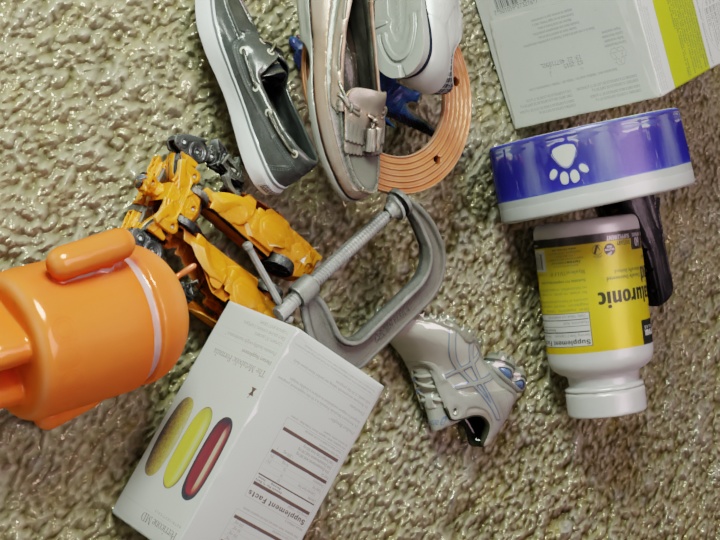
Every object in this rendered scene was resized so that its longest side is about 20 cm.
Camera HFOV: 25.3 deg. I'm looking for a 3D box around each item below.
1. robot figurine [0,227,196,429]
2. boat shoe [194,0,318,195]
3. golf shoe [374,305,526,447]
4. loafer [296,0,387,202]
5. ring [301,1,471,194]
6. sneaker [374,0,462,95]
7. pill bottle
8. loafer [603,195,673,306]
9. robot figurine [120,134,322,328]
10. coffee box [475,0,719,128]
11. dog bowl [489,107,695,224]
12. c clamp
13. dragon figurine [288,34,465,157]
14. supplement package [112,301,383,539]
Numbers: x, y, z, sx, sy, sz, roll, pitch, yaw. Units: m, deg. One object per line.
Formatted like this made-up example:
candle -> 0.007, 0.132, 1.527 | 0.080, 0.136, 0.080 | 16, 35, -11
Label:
robot figurine -> -0.216, 0.046, 1.230 | 0.199, 0.116, 0.145 | -16, 98, -39
boat shoe -> -0.087, -0.165, 1.382 | 0.068, 0.056, 0.202 | 8, 62, -65
golf shoe -> 0.081, 0.103, 1.541 | 0.199, 0.078, 0.098 | 33, 70, -35
loafer -> -0.008, -0.162, 1.380 | 0.072, 0.062, 0.202 | -6, 84, -58
ring -> 0.023, -0.168, 1.467 | 0.199, 0.019, 0.203 | 8, 77, -39
sneaker -> 0.058, -0.261, 1.463 | 0.080, 0.076, 0.202 | 16, 76, -48
pill bottle -> 0.244, 0.047, 1.665 | 0.111, 0.111, 0.202 | -8, 92, -44
loafer -> 0.308, -0.060, 1.774 | 0.070, 0.068, 0.202 | -27, 101, -32
robot figurine -> -0.124, -0.022, 1.365 | 0.200, 0.058, 0.146 | 40, 60, -34
coffee box -> 0.258, -0.285, 1.660 | 0.197, 0.199, 0.202 | -29, 105, -42
dog bowl -> 0.231, -0.105, 1.616 | 0.199, 0.199, 0.080 | -14, 92, -43
c clamp -> 0.000, 0.000, 1.417 | 0.200, 0.027, 0.172 | -37, 122, -31
dragon figurine -> 0.012, -0.165, 1.507 | 0.099, 0.059, 0.201 | -47, 112, -34
supplement package -> -0.092, 0.147, 1.309 | 0.109, 0.113, 0.201 | 35, 79, -35
